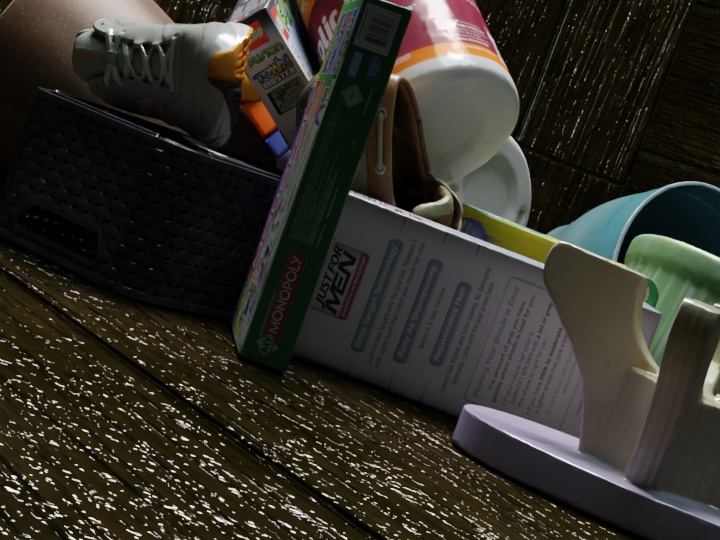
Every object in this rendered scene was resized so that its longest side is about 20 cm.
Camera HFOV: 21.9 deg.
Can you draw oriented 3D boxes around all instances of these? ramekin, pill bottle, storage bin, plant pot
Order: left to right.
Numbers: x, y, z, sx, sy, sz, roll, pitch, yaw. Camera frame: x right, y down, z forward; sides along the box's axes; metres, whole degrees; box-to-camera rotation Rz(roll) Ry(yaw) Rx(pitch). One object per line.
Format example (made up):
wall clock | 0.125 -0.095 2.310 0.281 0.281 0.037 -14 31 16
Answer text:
plant pot | -0.168 -0.102 1.376 0.200 0.187 0.187 37 7 10
storage bin | -0.111 -0.035 1.150 0.135 0.094 0.200 23 5 33
pill bottle | 0.024 -0.061 1.442 0.199 0.112 0.111 7 -7 44
pill bottle | 0.022 -0.164 1.247 0.114 0.114 0.201 17 40 -42
plant pot | 0.261 0.020 1.804 0.199 0.201 0.188 19 -11 -30
ramekin | 0.244 0.071 1.255 0.199 0.098 0.200 32 -6 4

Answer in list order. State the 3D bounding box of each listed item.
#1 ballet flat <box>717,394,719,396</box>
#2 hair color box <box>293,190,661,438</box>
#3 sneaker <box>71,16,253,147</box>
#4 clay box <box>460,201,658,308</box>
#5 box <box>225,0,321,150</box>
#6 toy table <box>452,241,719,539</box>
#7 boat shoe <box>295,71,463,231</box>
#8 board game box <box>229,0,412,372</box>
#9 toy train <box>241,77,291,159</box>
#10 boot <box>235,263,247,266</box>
ballet flat | 0.258 0.128 1.121 0.199 0.071 0.071 20 4 -8
hair color box | 0.063 0.033 1.087 0.199 0.100 0.061 21 5 -3
sneaker | -0.129 -0.122 1.145 0.091 0.076 0.200 11 -1 -20
clay box | 0.086 0.024 1.221 0.199 0.116 0.048 22 5 30
box | -0.045 -0.144 1.284 0.110 0.035 0.200 59 11 -15
toy table | 0.159 0.071 0.946 0.199 0.118 0.184 22 4 5
boat shoe | 0.022 -0.029 1.143 0.073 0.201 0.076 -5 25 30
board game box | -0.025 -0.051 1.035 0.029 0.201 0.135 19 3 -8
toy train | -0.083 -0.139 1.433 0.116 0.085 0.200 55 -22 -18
boot | 0.000 0.000 1.358 0.072 0.200 0.167 -29 79 -44
